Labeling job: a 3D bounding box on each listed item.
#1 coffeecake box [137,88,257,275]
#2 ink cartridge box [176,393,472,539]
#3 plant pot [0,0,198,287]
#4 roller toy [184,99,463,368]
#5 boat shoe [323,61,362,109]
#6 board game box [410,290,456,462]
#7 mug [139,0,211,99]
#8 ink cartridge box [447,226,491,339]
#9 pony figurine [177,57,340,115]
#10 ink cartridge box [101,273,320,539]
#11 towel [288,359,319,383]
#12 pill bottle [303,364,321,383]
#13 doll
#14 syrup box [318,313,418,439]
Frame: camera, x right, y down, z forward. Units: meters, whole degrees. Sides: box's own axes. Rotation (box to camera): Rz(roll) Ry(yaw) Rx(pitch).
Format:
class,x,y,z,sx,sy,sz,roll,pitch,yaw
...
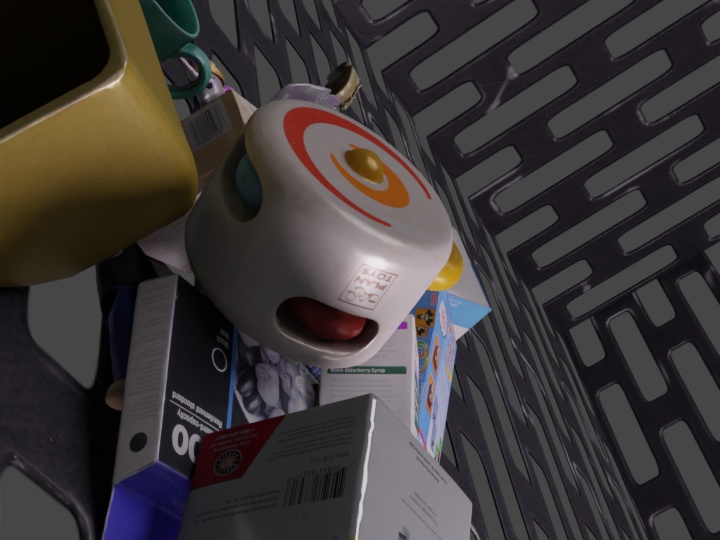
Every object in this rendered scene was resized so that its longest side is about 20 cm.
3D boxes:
class,x,y,z,sx,sy,sz,roll,pitch,yaw
coffeecake box,-0.123,-0.068,1.074,0.074,0.152,0.200,65,14,21
ink cartridge box,-0.027,0.211,0.724,0.145,0.143,0.202,51,36,-37
plant pot,-0.214,-0.101,0.766,0.196,0.193,0.200,67,6,30
roller toy,-0.026,-0.032,0.868,0.200,0.140,0.182,41,27,7
boat shoe,-0.027,-0.360,2.254,0.063,0.073,0.201,52,14,-17
board game box,0.056,0.124,1.074,0.152,0.036,0.203,73,25,-57
mug,-0.240,-0.251,1.126,0.187,0.113,0.152,62,13,10
ink cartridge box,0.028,0.043,1.351,0.124,0.200,0.130,20,37,-43
pony figurine,-0.122,-0.142,1.293,0.192,0.165,0.203,18,48,-50
ink cartridge box,-0.098,0.136,0.835,0.198,0.043,0.203,44,40,-46
towel,-0.055,0.168,0.959,0.144,0.023,0.201,50,38,-26
pill bottle,-0.043,0.105,1.095,0.201,0.110,0.111,54,14,-21
doll,-0.181,0.020,0.898,0.136,0.048,0.202,45,20,-49
syrup box,0.007,0.141,0.932,0.079,0.080,0.203,81,11,-61
